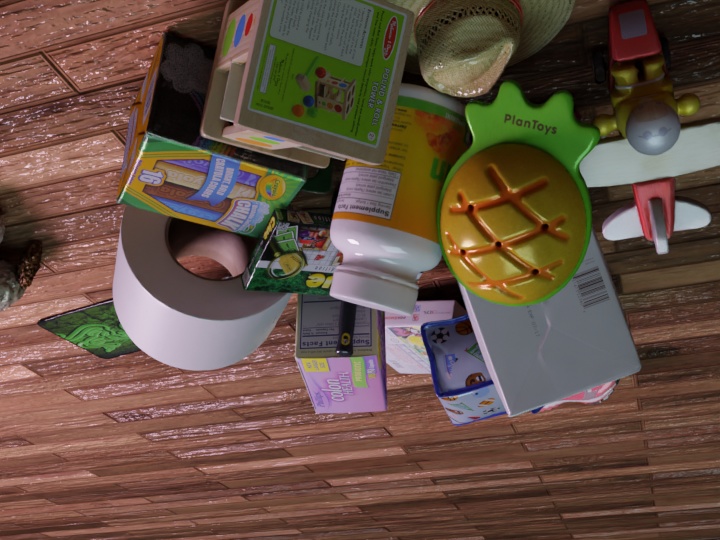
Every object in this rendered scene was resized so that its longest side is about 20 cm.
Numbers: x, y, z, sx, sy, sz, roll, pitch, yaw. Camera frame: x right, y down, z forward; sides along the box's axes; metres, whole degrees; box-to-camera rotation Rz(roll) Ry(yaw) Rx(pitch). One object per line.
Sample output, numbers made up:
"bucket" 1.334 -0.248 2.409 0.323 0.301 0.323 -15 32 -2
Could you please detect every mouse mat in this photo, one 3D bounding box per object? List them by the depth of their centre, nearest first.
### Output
"mouse mat" -0.380 0.092 1.376 0.198 0.008 0.161 -14 148 25

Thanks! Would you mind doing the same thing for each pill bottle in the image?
"pill bottle" 0.033 -0.064 0.839 0.110 0.202 0.111 14 176 1

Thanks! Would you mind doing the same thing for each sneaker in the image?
"sneaker" 0.338 0.185 1.468 0.086 0.074 0.199 27 142 -36

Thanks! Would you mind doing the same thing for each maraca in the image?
"maraca" 0.134 -0.061 0.761 0.136 0.107 0.202 13 118 14

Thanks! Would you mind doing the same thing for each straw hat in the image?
"straw hat" 0.094 -0.200 0.770 0.199 0.086 0.202 1 150 0

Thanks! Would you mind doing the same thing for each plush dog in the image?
"plush dog" -0.503 0.016 1.124 0.198 0.162 0.172 -12 172 20

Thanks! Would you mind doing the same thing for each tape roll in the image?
"tape roll" -0.176 -0.005 1.002 0.201 0.205 0.139 9 150 -16

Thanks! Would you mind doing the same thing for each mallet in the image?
"mallet" 0.000 0.000 1.012 0.065 0.202 0.041 -1 157 -5

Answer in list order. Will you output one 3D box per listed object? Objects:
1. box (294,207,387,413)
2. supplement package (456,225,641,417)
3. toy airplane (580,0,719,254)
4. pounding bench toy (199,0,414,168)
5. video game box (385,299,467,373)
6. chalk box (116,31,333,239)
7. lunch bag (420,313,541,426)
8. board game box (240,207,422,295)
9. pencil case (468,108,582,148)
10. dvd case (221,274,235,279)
"box" -0.019 0.052 1.104 0.096 0.202 0.176 -2 150 4
"supplement package" 0.190 0.030 0.973 0.146 0.193 0.200 -19 -179 5
"toy airplane" 0.255 -0.111 0.785 0.201 0.199 0.141 -54 173 14
"pounding bench toy" -0.045 -0.200 0.749 0.123 0.202 0.156 12 -179 -23
"video game box" 0.097 0.103 1.320 0.181 0.047 0.200 0 154 31
"chalk box" -0.123 -0.121 0.874 0.198 0.126 0.124 16 147 -23
"lunch bag" 0.195 0.123 1.166 0.198 0.125 0.170 -16 156 5
"board game box" -0.016 -0.013 0.928 0.198 0.024 0.105 4 139 -30
"pencil case" 0.141 -0.113 0.922 0.198 0.095 0.091 -9 151 13
"dvd case" -0.185 0.037 1.201 0.199 0.016 0.148 -25 170 38
